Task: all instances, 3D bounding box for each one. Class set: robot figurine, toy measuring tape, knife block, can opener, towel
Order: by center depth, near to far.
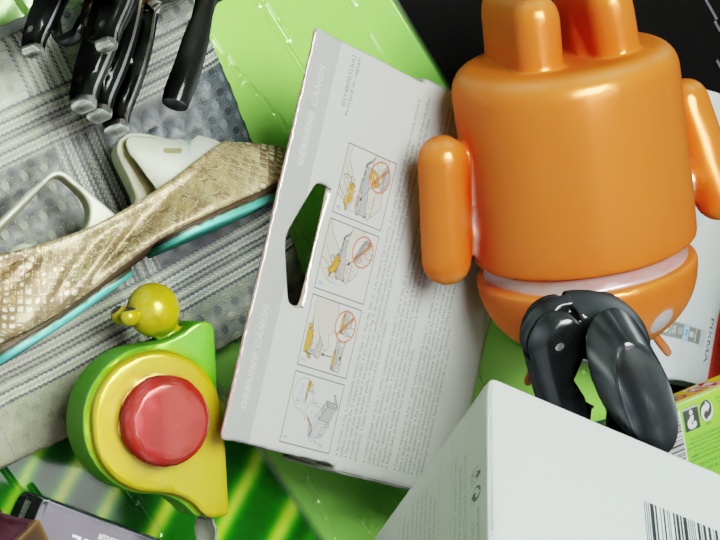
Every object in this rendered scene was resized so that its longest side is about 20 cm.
[{"bbox_3d":[-0.099,0.107,0.909,0.073,0.073,0.202,-4,92,-24],"label":"toy measuring tape"},{"bbox_3d":[-0.086,-0.166,0.922,0.200,0.064,0.177,-34,120,-51],"label":"knife block"},{"bbox_3d":[0.120,0.087,0.935,0.063,0.079,0.201,-17,132,1],"label":"can opener"},{"bbox_3d":[-0.140,-0.029,0.953,0.199,0.034,0.194,-28,104,-24],"label":"towel"},{"bbox_3d":[0.109,-0.044,0.965,0.144,0.116,0.202,-29,117,-49],"label":"robot figurine"}]

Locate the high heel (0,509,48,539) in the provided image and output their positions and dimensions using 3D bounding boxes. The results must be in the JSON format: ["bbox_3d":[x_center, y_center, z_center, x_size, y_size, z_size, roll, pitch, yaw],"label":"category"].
[{"bbox_3d":[-0.204,0.068,0.864,0.067,0.096,0.201,-33,115,-44],"label":"high heel"}]

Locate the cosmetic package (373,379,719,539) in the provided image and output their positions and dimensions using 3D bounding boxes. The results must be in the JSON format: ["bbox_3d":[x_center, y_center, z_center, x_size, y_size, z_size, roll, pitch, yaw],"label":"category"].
[{"bbox_3d":[0.098,0.187,0.893,0.198,0.123,0.200,23,125,-14],"label":"cosmetic package"}]

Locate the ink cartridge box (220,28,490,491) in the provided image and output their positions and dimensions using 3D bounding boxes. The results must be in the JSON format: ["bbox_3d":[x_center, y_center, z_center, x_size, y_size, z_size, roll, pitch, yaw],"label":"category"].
[{"bbox_3d":[0.000,0.000,0.972,0.176,0.045,0.202,20,81,-46],"label":"ink cartridge box"}]

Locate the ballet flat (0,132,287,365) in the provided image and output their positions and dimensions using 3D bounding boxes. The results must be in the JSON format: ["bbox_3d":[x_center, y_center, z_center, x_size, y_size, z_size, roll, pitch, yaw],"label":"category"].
[{"bbox_3d":[-0.113,-0.026,0.912,0.199,0.070,0.066,-32,95,-26],"label":"ballet flat"}]

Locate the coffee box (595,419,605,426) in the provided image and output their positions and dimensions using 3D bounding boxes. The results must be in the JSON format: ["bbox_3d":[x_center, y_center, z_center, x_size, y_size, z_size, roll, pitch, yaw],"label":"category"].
[{"bbox_3d":[0.151,0.180,1.059,0.122,0.044,0.202,-6,92,-40],"label":"coffee box"}]

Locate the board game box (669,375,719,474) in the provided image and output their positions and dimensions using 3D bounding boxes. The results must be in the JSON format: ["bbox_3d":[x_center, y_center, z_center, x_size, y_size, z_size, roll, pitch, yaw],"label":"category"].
[{"bbox_3d":[0.188,0.165,1.045,0.095,0.030,0.202,-16,96,-39],"label":"board game box"}]

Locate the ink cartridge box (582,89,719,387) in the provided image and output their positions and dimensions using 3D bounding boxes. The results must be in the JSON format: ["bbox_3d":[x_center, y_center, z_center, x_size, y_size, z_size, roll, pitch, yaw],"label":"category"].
[{"bbox_3d":[0.197,-0.014,1.093,0.199,0.047,0.161,13,85,-23],"label":"ink cartridge box"}]

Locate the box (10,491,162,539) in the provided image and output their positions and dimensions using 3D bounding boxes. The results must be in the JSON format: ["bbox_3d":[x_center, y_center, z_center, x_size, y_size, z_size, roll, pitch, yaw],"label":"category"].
[{"bbox_3d":[-0.102,0.217,0.959,0.199,0.043,0.161,23,81,-23],"label":"box"}]
